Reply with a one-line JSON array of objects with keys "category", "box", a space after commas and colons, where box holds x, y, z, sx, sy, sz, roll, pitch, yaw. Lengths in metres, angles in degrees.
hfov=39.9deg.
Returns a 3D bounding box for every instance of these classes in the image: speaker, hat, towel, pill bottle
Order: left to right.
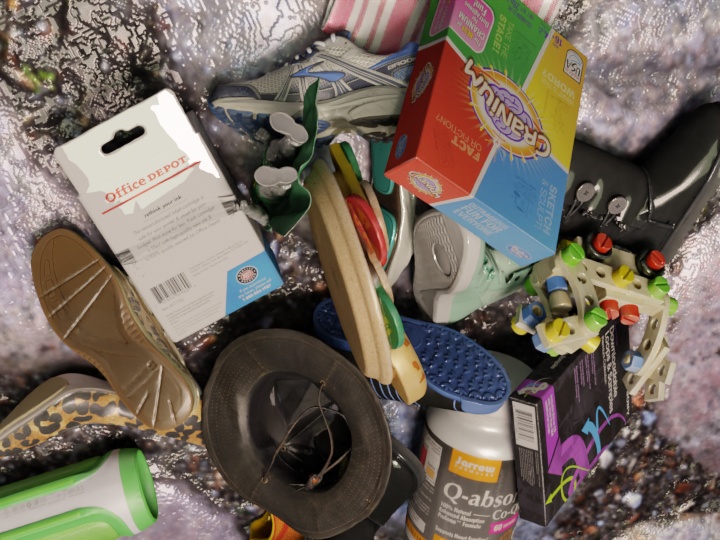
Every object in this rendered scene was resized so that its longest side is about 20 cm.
[{"category": "speaker", "box": [-0.299, 0.235, 0.949, 0.197, 0.089, 0.090, -17, 117, -5]}, {"category": "hat", "box": [-0.046, 0.138, 0.917, 0.198, 0.081, 0.204, 7, 105, 26]}, {"category": "towel", "box": [0.080, -0.236, 0.852, 0.197, 0.030, 0.148, 18, 110, -20]}, {"category": "pill bottle", "box": [0.115, 0.191, 1.007, 0.114, 0.117, 0.203, 3, 114, -14]}]

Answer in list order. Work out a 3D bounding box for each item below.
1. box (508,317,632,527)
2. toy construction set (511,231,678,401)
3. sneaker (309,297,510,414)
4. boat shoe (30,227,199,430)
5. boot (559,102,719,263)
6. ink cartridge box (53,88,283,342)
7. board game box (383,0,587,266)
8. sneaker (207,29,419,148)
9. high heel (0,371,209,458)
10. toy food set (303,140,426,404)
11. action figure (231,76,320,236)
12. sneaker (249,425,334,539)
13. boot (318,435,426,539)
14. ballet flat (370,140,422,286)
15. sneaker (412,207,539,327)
[{"category": "box", "box": [0.214, 0.135, 0.984, 0.199, 0.036, 0.145, -38, 128, -42]}, {"category": "toy construction set", "box": [0.227, 0.040, 0.905, 0.198, 0.133, 0.092, 26, 140, -32]}, {"category": "sneaker", "box": [0.044, 0.092, 0.936, 0.197, 0.070, 0.079, 23, 142, 14]}, {"category": "boat shoe", "box": [-0.215, 0.052, 0.875, 0.073, 0.063, 0.201, -34, 91, 6]}, {"category": "boot", "box": [0.231, -0.103, 0.925, 0.197, 0.066, 0.167, 16, 108, -15]}, {"category": "ink cartridge box", "box": [-0.163, -0.054, 0.857, 0.115, 0.068, 0.202, -27, 118, 0]}, {"category": "board game box", "box": [0.108, -0.128, 0.803, 0.152, 0.203, 0.040, 30, 150, -27]}, {"category": "sneaker", "box": [-0.031, -0.154, 0.839, 0.196, 0.077, 0.087, 1, 76, 10]}, {"category": "high heel", "box": [-0.237, 0.155, 0.931, 0.199, 0.071, 0.144, -34, 111, -6]}, {"category": "toy food set", "box": [0.000, 0.000, 0.825, 0.048, 0.201, 0.200, -17, 136, -6]}, {"category": "action figure", "box": [-0.069, -0.076, 0.806, 0.054, 0.200, 0.120, 17, 81, -8]}, {"category": "sneaker", "box": [-0.060, 0.207, 1.000, 0.076, 0.073, 0.203, 19, 107, -11]}, {"category": "boot", "box": [-0.023, 0.264, 0.951, 0.200, 0.065, 0.166, -48, 162, -24]}, {"category": "ballet flat", "box": [0.037, -0.064, 0.907, 0.068, 0.070, 0.203, 2, 113, -13]}, {"category": "sneaker", "box": [0.111, -0.021, 0.887, 0.117, 0.075, 0.201, -24, 162, -11]}]
